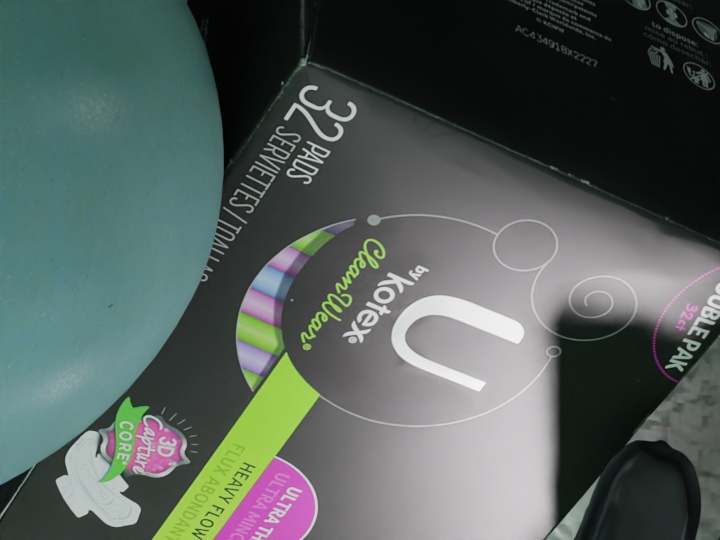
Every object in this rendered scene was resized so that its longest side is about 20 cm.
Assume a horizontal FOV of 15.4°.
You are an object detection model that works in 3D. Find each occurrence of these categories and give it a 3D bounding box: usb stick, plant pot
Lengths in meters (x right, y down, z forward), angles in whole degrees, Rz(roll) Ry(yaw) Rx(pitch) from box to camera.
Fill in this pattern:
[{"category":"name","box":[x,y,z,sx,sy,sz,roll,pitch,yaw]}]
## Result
[{"category":"usb stick","box":[0.076,0.090,0.792,0.032,0.200,0.056,12,79,5]},{"category":"plant pot","box":[-0.132,-0.027,0.658,0.200,0.160,0.202,8,102,42]}]

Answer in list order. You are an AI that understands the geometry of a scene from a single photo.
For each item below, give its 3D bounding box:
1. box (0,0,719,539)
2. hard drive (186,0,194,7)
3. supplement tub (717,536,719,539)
[{"category":"box","box":[0.000,0.000,0.776,0.148,0.125,0.200,22,127,-18]},{"category":"hard drive","box":[-0.076,-0.044,0.837,0.131,0.026,0.200,20,129,-22]},{"category":"supplement tub","box":[0.186,0.064,0.723,0.144,0.144,0.201,30,105,5]}]
